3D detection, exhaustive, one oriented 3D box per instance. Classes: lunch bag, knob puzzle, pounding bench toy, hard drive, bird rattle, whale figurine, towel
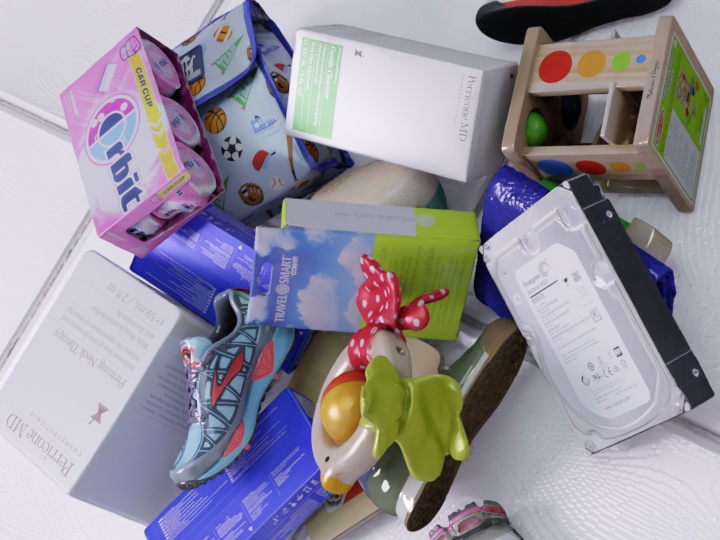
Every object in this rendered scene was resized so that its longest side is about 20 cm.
[{"bbox_3d":[-0.133,-0.154,1.347,0.169,0.124,0.202,-29,83,22],"label":"lunch bag"},{"bbox_3d":[0.001,0.137,1.229,0.218,0.030,0.222,-15,60,27],"label":"knob puzzle"},{"bbox_3d":[0.207,-0.102,1.156,0.155,0.124,0.202,1,67,34],"label":"pounding bench toy"},{"bbox_3d":[0.185,0.038,1.055,0.140,0.038,0.202,-39,75,55],"label":"hard drive"},{"bbox_3d":[0.004,0.094,1.094,0.163,0.112,0.201,-51,36,26],"label":"bird rattle"},{"bbox_3d":[0.005,-0.043,1.288,0.159,0.104,0.199,-44,22,-28],"label":"whale figurine"},{"bbox_3d":[0.183,0.011,1.122,0.049,0.149,0.200,-21,43,-33],"label":"towel"}]

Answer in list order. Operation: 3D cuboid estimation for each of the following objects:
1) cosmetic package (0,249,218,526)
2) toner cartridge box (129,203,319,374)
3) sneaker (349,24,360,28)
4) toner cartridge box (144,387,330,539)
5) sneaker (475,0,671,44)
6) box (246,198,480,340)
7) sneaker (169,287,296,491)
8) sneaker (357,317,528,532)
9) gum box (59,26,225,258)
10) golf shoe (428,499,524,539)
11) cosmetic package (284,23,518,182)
[{"bbox_3d":[-0.227,0.123,1.299,0.167,0.166,0.201,28,84,39],"label":"cosmetic package"},{"bbox_3d":[-0.126,0.007,1.295,0.199,0.043,0.096,32,114,11],"label":"toner cartridge box"},{"bbox_3d":[0.036,-0.196,1.368,0.084,0.073,0.201,-16,46,-11],"label":"sneaker"},{"bbox_3d":[-0.105,0.213,1.204,0.200,0.043,0.095,-45,48,9],"label":"toner cartridge box"},{"bbox_3d":[0.212,-0.296,1.292,0.199,0.067,0.109,-9,61,26],"label":"sneaker"},{"bbox_3d":[0.000,0.000,1.180,0.197,0.123,0.048,4,40,-7],"label":"box"},{"bbox_3d":[-0.138,0.104,1.191,0.079,0.095,0.201,-21,37,45],"label":"sneaker"},{"bbox_3d":[0.061,0.118,1.134,0.089,0.067,0.202,28,86,34],"label":"sneaker"},{"bbox_3d":[-0.213,-0.121,1.266,0.113,0.066,0.201,-35,56,20],"label":"gum box"},{"bbox_3d":[0.056,0.283,1.090,0.200,0.073,0.092,-40,53,9],"label":"golf shoe"},{"bbox_3d":[0.037,-0.160,1.221,0.198,0.085,0.109,16,110,28],"label":"cosmetic package"}]
